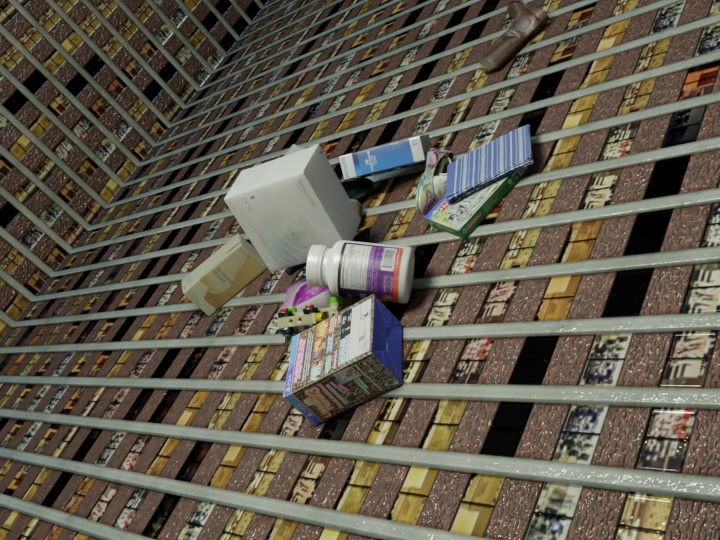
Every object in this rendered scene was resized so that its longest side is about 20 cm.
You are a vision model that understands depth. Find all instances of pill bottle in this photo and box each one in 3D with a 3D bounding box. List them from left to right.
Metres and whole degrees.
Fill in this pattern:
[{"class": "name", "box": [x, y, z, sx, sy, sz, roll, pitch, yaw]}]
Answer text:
[{"class": "pill bottle", "box": [0.000, 0.000, 1.605, 0.199, 0.112, 0.112, 6, 46, 11]}]

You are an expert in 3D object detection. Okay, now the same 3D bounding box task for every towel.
[{"class": "towel", "box": [0.263, -0.219, 1.700, 0.200, 0.024, 0.145, -25, 31, 25]}]

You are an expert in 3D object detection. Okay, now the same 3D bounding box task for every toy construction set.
[{"class": "toy construction set", "box": [-0.090, 0.104, 1.662, 0.200, 0.131, 0.092, -26, 77, 28]}]

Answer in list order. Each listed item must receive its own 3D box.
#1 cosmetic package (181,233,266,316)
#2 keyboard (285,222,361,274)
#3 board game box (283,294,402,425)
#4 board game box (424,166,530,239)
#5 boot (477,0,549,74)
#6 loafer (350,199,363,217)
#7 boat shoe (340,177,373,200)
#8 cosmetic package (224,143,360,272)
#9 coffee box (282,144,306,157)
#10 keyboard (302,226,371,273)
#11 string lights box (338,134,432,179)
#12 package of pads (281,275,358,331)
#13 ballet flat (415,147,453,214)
[{"class": "cosmetic package", "box": [-0.351, 0.011, 2.119, 0.200, 0.105, 0.071, -40, 31, 8]}, {"class": "keyboard", "box": [-0.083, -0.054, 1.848, 0.200, 0.021, 0.127, -36, 0, -6]}, {"class": "board game box", "box": [-0.029, 0.165, 1.525, 0.200, 0.097, 0.160, -29, 32, 24]}, {"class": "board game box", "box": [0.238, -0.158, 1.696, 0.200, 0.029, 0.135, -47, 30, -8]}, {"class": "boot", "box": [0.359, -0.590, 2.093, 0.200, 0.064, 0.186, -46, 27, 4]}, {"class": "loafer", "box": [-0.080, -0.095, 1.952, 0.200, 0.075, 0.070, -35, 33, 11]}, {"class": "boat shoe", "box": [-0.053, -0.181, 1.979, 0.200, 0.070, 0.066, -18, 7, -31]}, {"class": "cosmetic package", "box": [-0.138, -0.126, 1.720, 0.199, 0.200, 0.123, -16, 32, 25]}, {"class": "coffee box", "box": [-0.146, -0.196, 2.033, 0.080, 0.200, 0.115, 25, 66, 22]}, {"class": "keyboard", "box": [-0.041, -0.047, 1.812, 0.127, 0.021, 0.200, -33, 3, 29]}, {"class": "string lights box", "box": [0.062, -0.264, 1.929, 0.199, 0.059, 0.103, -12, 7, 19]}, {"class": "package of pads", "box": [-0.068, 0.044, 1.754, 0.200, 0.076, 0.121, -27, 28, 25]}, {"class": "ballet flat", "box": [0.170, -0.203, 1.811, 0.071, 0.069, 0.200, -5, 43, 22]}]
